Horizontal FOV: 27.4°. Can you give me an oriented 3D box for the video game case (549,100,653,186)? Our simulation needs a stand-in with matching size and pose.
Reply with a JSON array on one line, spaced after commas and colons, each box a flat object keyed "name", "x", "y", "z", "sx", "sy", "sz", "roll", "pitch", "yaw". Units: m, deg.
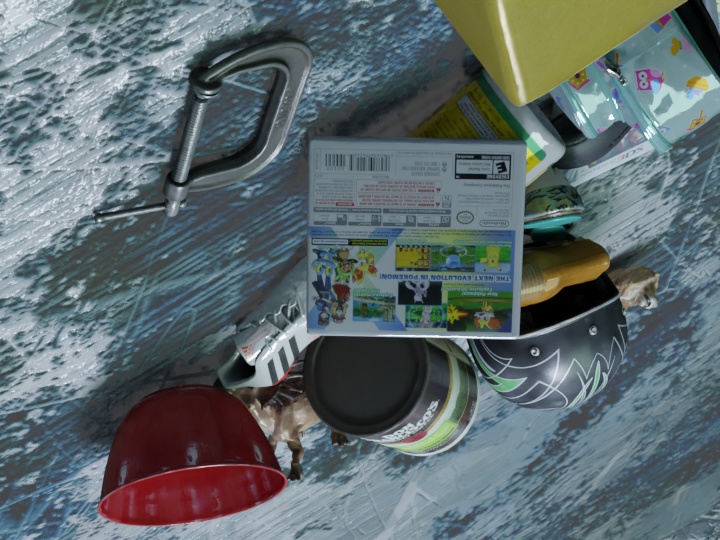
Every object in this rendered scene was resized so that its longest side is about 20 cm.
[{"name": "video game case", "x": 0.279, "y": -0.171, "z": 1.586, "sx": 0.181, "sy": 0.023, "sz": 0.201, "roll": -26, "pitch": 152, "yaw": -16}]

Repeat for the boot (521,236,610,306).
[{"name": "boot", "x": 0.177, "y": 0.006, "z": 1.615, "sx": 0.143, "sy": 0.072, "sz": 0.201, "roll": -15, "pitch": -174, "yaw": -19}]

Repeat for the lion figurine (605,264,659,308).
[{"name": "lion figurine", "x": 0.305, "y": 0.061, "z": 1.966, "sx": 0.122, "sy": 0.073, "sz": 0.200, "roll": -20, "pitch": 165, "yaw": -40}]

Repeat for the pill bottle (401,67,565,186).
[{"name": "pill bottle", "x": 0.087, "y": -0.093, "z": 1.406, "sx": 0.200, "sy": 0.113, "sz": 0.113, "roll": -40, "pitch": 152, "yaw": 14}]

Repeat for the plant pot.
[{"name": "plant pot", "x": 0.127, "y": -0.285, "z": 1.059, "sx": 0.194, "sy": 0.195, "sz": 0.200, "roll": -32, "pitch": 148, "yaw": -1}]

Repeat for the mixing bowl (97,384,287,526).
[{"name": "mixing bowl", "x": -0.181, "y": 0.187, "z": 1.550, "sx": 0.198, "sy": 0.109, "sz": 0.201, "roll": -9, "pitch": 157, "yaw": -4}]

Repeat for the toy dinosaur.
[{"name": "toy dinosaur", "x": -0.070, "y": 0.146, "z": 1.675, "sx": 0.199, "sy": 0.085, "sz": 0.137, "roll": -25, "pitch": 121, "yaw": -51}]

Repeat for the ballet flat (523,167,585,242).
[{"name": "ballet flat", "x": 0.190, "y": -0.072, "z": 1.524, "sx": 0.074, "sy": 0.075, "sz": 0.200, "roll": -32, "pitch": 175, "yaw": -2}]

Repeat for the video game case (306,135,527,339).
[{"name": "video game case", "x": 0.050, "y": -0.029, "z": 1.348, "sx": 0.198, "sy": 0.185, "sz": 0.022, "roll": 1, "pitch": -168, "yaw": 0}]

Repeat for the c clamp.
[{"name": "c clamp", "x": -0.122, "y": -0.114, "z": 1.236, "sx": 0.170, "sy": 0.027, "sz": 0.201, "roll": -13, "pitch": 147, "yaw": -35}]

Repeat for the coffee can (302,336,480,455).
[{"name": "coffee can", "x": 0.039, "y": 0.125, "z": 1.663, "sx": 0.146, "sy": 0.147, "sz": 0.200, "roll": -38, "pitch": 157, "yaw": 10}]

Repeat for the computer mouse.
[{"name": "computer mouse", "x": 0.263, "y": -0.169, "z": 1.495, "sx": 0.199, "sy": 0.046, "sz": 0.141, "roll": -28, "pitch": 155, "yaw": -9}]

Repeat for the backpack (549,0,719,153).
[{"name": "backpack", "x": 0.223, "y": -0.194, "z": 1.243, "sx": 0.153, "sy": 0.200, "sz": 0.176, "roll": -41, "pitch": -172, "yaw": 14}]

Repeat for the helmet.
[{"name": "helmet", "x": 0.218, "y": 0.070, "z": 1.729, "sx": 0.199, "sy": 0.192, "sz": 0.201, "roll": -26, "pitch": 153, "yaw": -14}]

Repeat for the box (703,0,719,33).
[{"name": "box", "x": 0.391, "y": -0.295, "z": 1.450, "sx": 0.157, "sy": 0.051, "sz": 0.200, "roll": -35, "pitch": 147, "yaw": -2}]

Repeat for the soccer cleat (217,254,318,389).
[{"name": "soccer cleat", "x": -0.085, "y": 0.058, "z": 1.521, "sx": 0.085, "sy": 0.069, "sz": 0.200, "roll": -13, "pitch": 151, "yaw": -39}]
